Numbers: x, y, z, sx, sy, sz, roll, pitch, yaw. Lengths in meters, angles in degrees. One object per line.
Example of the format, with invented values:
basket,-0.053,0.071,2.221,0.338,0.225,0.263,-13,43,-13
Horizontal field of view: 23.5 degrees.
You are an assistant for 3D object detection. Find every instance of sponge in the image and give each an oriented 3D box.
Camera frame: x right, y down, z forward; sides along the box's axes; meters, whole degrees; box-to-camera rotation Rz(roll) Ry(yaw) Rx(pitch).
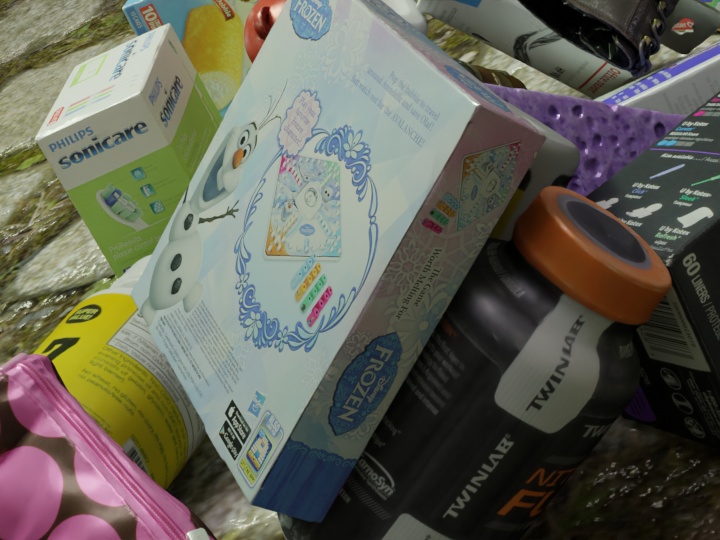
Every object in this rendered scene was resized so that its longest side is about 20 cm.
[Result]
sponge,0.102,-0.041,0.952,0.199,0.112,0.030,10,-6,5

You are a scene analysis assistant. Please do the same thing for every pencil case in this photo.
pencil case,-0.129,0.126,0.859,0.200,0.094,0.091,41,46,22

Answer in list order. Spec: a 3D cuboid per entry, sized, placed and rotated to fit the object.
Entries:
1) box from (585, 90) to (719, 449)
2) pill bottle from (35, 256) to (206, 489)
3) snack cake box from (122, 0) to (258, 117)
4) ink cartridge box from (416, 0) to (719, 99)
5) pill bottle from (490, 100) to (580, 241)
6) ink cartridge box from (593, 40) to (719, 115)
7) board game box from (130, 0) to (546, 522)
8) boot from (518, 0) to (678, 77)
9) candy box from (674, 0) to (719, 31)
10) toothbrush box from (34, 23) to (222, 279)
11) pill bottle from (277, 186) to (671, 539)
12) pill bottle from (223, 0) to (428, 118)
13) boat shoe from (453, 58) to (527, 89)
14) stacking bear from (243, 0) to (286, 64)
box,0.209,-0.018,0.866,0.200,0.123,0.106,-38,24,-21
pill bottle,-0.151,0.083,1.046,0.114,0.115,0.200,-11,27,34
snack cake box,-0.090,-0.158,1.402,0.115,0.200,0.067,-19,24,20
ink cartridge box,0.147,-0.184,1.237,0.067,0.199,0.116,-64,2,-8
pill bottle,0.018,0.001,0.883,0.201,0.114,0.114,-62,20,11
ink cartridge box,0.186,-0.104,1.115,0.199,0.044,0.198,-23,4,9
board game box,-0.021,-0.021,0.806,0.199,0.043,0.200,-61,33,15
boot,0.207,-0.191,1.149,0.174,0.199,0.069,-61,-7,-33
candy box,0.303,-0.266,1.359,0.200,0.077,0.169,-37,25,-24
toothbrush box,-0.131,-0.051,1.219,0.086,0.200,0.146,-22,24,12
pill bottle,0.055,0.059,0.785,0.200,0.106,0.106,-55,13,21
pill bottle,-0.038,-0.128,1.312,0.200,0.104,0.104,-58,10,25
boat shoe,0.060,-0.117,1.335,0.074,0.076,0.200,-2,1,-26
stacking bear,-0.012,-0.107,1.206,0.113,0.200,0.122,-12,27,33
